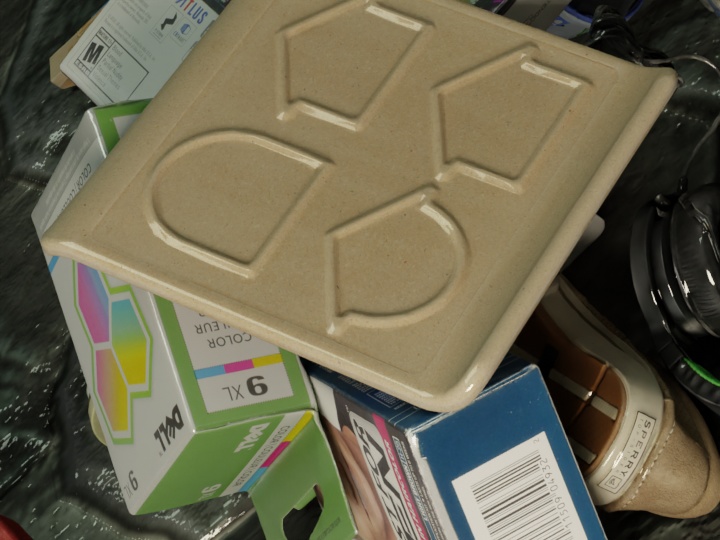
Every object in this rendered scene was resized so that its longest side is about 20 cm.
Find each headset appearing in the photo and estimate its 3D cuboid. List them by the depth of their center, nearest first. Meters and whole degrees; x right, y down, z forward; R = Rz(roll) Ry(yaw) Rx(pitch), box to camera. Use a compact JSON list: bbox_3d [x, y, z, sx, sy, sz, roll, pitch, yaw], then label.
[{"bbox_3d":[0.154,-0.028,1.040,0.123,0.094,0.200,-40,44,15],"label":"headset"}]

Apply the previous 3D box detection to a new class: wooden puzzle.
[{"bbox_3d":[0.002,-0.035,1.013,0.199,0.046,0.186,19,55,25],"label":"wooden puzzle"}]

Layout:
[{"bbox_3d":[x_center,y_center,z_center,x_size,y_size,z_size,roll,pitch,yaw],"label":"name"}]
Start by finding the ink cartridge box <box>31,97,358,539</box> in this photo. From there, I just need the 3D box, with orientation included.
[{"bbox_3d":[-0.072,0.038,1.070,0.104,0.059,0.201,-50,56,59],"label":"ink cartridge box"}]

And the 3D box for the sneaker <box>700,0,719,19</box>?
[{"bbox_3d":[0.195,-0.131,1.121,0.087,0.075,0.200,-38,34,9],"label":"sneaker"}]

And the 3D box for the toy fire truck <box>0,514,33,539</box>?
[{"bbox_3d":[-0.204,0.217,1.233,0.200,0.112,0.168,-52,50,-1],"label":"toy fire truck"}]

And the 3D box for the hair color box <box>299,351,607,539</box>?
[{"bbox_3d":[0.026,0.075,1.039,0.060,0.100,0.200,-26,16,-14],"label":"hair color box"}]

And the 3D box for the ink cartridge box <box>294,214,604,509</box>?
[{"bbox_3d":[0.000,0.000,1.180,0.200,0.117,0.067,-41,33,10],"label":"ink cartridge box"}]

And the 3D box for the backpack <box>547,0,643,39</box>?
[{"bbox_3d":[0.068,-0.203,1.253,0.154,0.200,0.191,-27,44,40],"label":"backpack"}]

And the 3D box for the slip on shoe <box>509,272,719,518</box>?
[{"bbox_3d":[0.090,0.048,1.073,0.076,0.060,0.200,-64,24,5],"label":"slip on shoe"}]

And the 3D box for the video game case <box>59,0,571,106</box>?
[{"bbox_3d":[-0.025,-0.107,1.146,0.182,0.036,0.200,-50,48,3],"label":"video game case"}]

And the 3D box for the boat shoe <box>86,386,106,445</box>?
[{"bbox_3d":[-0.083,-0.003,1.301,0.200,0.074,0.069,-53,28,21],"label":"boat shoe"}]

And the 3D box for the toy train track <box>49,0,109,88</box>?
[{"bbox_3d":[-0.121,-0.178,1.606,0.200,0.032,0.115,-39,40,28],"label":"toy train track"}]
